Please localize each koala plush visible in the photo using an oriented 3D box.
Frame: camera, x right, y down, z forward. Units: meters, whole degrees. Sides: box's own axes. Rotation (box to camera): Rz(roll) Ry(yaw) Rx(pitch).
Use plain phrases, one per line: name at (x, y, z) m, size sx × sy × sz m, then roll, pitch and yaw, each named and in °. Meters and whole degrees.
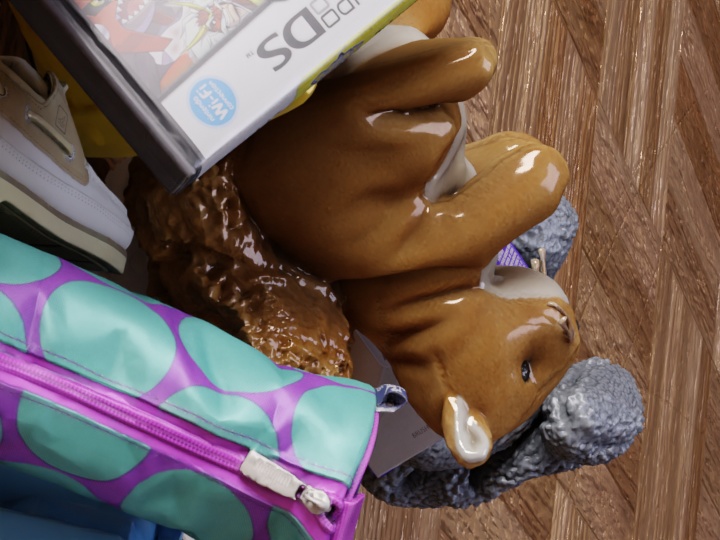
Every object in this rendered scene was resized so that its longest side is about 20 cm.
koala plush at (0.021, 0.039, 1.428) m, size 0.200 × 0.183 × 0.178 m, roll 24°, pitch 42°, yaw -57°

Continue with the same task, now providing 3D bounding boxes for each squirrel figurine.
squirrel figurine at (0.000, 0.000, 1.151) m, size 0.142 × 0.199 × 0.187 m, roll -134°, pitch -160°, yaw -68°

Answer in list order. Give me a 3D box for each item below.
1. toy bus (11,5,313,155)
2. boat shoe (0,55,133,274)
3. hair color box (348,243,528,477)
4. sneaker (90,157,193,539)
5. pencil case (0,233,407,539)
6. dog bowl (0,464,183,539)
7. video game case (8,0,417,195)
toy bus at (-0.087, -0.177, 1.087) m, size 0.192 × 0.135 × 0.201 m, roll 56°, pitch 36°, yaw -35°
boat shoe at (-0.137, -0.048, 1.017) m, size 0.200 × 0.074 × 0.069 m, roll 39°, pitch 60°, yaw -68°
hair color box at (-0.001, -0.015, 1.257) m, size 0.200 × 0.109 × 0.065 m, roll 55°, pitch 21°, yaw -9°
sneaker at (-0.087, 0.044, 1.183) m, size 0.076 × 0.080 × 0.201 m, roll 40°, pitch 52°, yaw -67°
pencil case at (-0.089, 0.048, 0.978) m, size 0.092 × 0.199 × 0.086 m, roll -155°, pitch -93°, yaw -79°
dog bowl at (-0.121, 0.101, 1.039) m, size 0.050 × 0.111 × 0.201 m, roll 96°, pitch 8°, yaw -48°
video game case at (-0.066, -0.158, 0.979) m, size 0.181 × 0.200 × 0.025 m, roll -41°, pitch -179°, yaw -26°
